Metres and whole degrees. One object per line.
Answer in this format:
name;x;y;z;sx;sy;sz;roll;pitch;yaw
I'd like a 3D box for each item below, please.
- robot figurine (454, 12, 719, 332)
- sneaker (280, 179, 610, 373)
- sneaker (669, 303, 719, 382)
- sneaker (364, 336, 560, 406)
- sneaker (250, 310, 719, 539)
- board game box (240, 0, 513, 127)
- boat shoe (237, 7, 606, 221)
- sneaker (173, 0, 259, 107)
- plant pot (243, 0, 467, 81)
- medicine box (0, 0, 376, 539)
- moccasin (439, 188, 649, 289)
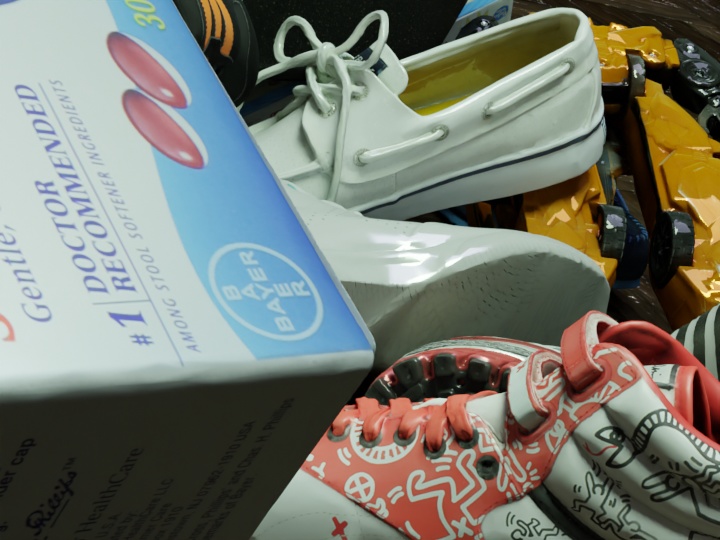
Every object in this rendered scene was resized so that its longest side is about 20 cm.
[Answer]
robot figurine;0.101;-0.037;1.018;0.145;0.058;0.200;6;39;-10
sneaker;0.000;0.000;0.871;0.200;0.075;0.088;4;29;-39
sneaker;0.180;0.075;0.860;0.201;0.115;0.076;45;49;-22
sneaker;0.101;0.065;0.796;0.200;0.078;0.082;23;15;4
sneaker;0.031;0.052;0.705;0.201;0.108;0.067;24;18;13
board game box;-0.045;-0.105;1.097;0.134;0.034;0.200;29;38;30
boat shoe;0.001;-0.060;0.924;0.201;0.086;0.075;-15;36;-15
sneaker;-0.079;-0.077;0.818;0.090;0.070;0.200;67;7;26
plant pot;-0.036;-0.189;1.010;0.177;0.200;0.200;18;19;-43
medicine box;-0.131;-0.010;0.579;0.200;0.103;0.182;-3;51;-40
moccasin;0.063;-0.058;1.129;0.080;0.068;0.200;5;24;-41
